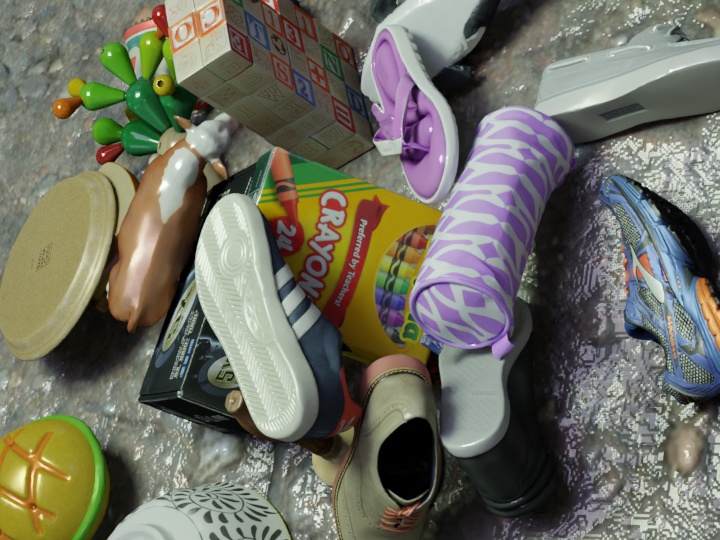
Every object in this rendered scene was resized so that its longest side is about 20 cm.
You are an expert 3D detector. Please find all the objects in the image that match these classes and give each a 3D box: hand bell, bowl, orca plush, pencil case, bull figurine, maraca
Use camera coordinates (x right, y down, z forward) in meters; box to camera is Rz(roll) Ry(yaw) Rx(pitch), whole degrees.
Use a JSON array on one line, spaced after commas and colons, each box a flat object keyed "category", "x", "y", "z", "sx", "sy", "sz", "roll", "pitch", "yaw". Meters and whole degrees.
[{"category": "hand bell", "x": -0.035, "y": 0.127, "z": 1.319, "sx": 0.104, "sy": 0.200, "sz": 0.105, "roll": -16, "pitch": 61, "yaw": 32}, {"category": "bowl", "x": -0.157, "y": 0.259, "z": 1.423, "sx": 0.200, "sy": 0.094, "sz": 0.202, "roll": -16, "pitch": 61, "yaw": 32}, {"category": "orca plush", "x": 0.071, "y": -0.225, "z": 1.482, "sx": 0.105, "sy": 0.071, "sz": 0.201, "roll": 28, "pitch": 122, "yaw": 8}, {"category": "pencil case", "x": 0.102, "y": -0.032, "z": 1.315, "sx": 0.084, "sy": 0.085, "sz": 0.201, "roll": -50, "pitch": 14, "yaw": 53}, {"category": "bull figurine", "x": -0.164, "y": -0.045, "z": 1.485, "sx": 0.121, "sy": 0.065, "sz": 0.201, "roll": -164, "pitch": 97, "yaw": -80}, {"category": "maraca", "x": -0.299, "y": 0.211, "z": 1.545, "sx": 0.200, "sy": 0.107, "sz": 0.138, "roll": -39, "pitch": 53, "yaw": 18}]

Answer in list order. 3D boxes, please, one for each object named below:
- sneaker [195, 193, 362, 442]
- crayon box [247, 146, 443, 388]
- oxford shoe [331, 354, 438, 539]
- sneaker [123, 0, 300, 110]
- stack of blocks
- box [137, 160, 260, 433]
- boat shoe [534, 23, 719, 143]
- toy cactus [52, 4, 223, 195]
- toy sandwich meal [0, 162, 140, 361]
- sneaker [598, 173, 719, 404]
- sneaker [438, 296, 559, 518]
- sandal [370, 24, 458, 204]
[{"category": "sneaker", "x": -0.056, "y": 0.036, "z": 1.274, "sx": 0.075, "sy": 0.084, "sz": 0.201, "roll": -39, "pitch": 57, "yaw": 34}, {"category": "crayon box", "x": 0.000, "y": 0.000, "z": 1.359, "sx": 0.051, "sy": 0.199, "sz": 0.128, "roll": 160, "pitch": 129, "yaw": -72}, {"category": "oxford shoe", "x": 0.020, "y": 0.163, "z": 1.275, "sx": 0.075, "sy": 0.070, "sz": 0.201, "roll": -109, "pitch": 18, "yaw": -57}, {"category": "sneaker", "x": -0.135, "y": -0.200, "z": 1.647, "sx": 0.199, "sy": 0.070, "sz": 0.094, "roll": -10, "pitch": 82, "yaw": 32}, {"category": "stack of blocks", "x": -0.077, "y": -0.175, "z": 1.490, "sx": 0.058, "sy": 0.200, "sz": 0.116, "roll": -29, "pitch": 56, "yaw": 25}, {"category": "box", "x": -0.097, "y": 0.026, "z": 1.441, "sx": 0.201, "sy": 0.086, "sz": 0.164, "roll": -71, "pitch": 16, "yaw": -10}, {"category": "boat shoe", "x": 0.222, "y": -0.152, "z": 1.344, "sx": 0.199, "sy": 0.072, "sz": 0.069, "roll": -18, "pitch": 59, "yaw": 41}, {"category": "toy cactus", "x": -0.187, "y": -0.137, "z": 1.598, "sx": 0.165, "sy": 0.102, "sz": 0.200, "roll": 54, "pitch": 133, "yaw": 1}, {"category": "toy sandwich meal", "x": -0.258, "y": -0.005, "z": 1.621, "sx": 0.205, "sy": 0.070, "sz": 0.206, "roll": -34, "pitch": 44, "yaw": 40}, {"category": "sneaker", "x": 0.214, "y": 0.011, "z": 1.267, "sx": 0.078, "sy": 0.075, "sz": 0.201, "roll": -40, "pitch": 49, "yaw": 21}, {"category": "sneaker", "x": 0.106, "y": 0.105, "z": 1.311, "sx": 0.070, "sy": 0.100, "sz": 0.200, "roll": -18, "pitch": 28, "yaw": 19}, {"category": "sandal", "x": 0.029, "y": -0.122, "z": 1.399, "sx": 0.203, "sy": 0.049, "sz": 0.083, "roll": -110, "pitch": 28, "yaw": -50}]
